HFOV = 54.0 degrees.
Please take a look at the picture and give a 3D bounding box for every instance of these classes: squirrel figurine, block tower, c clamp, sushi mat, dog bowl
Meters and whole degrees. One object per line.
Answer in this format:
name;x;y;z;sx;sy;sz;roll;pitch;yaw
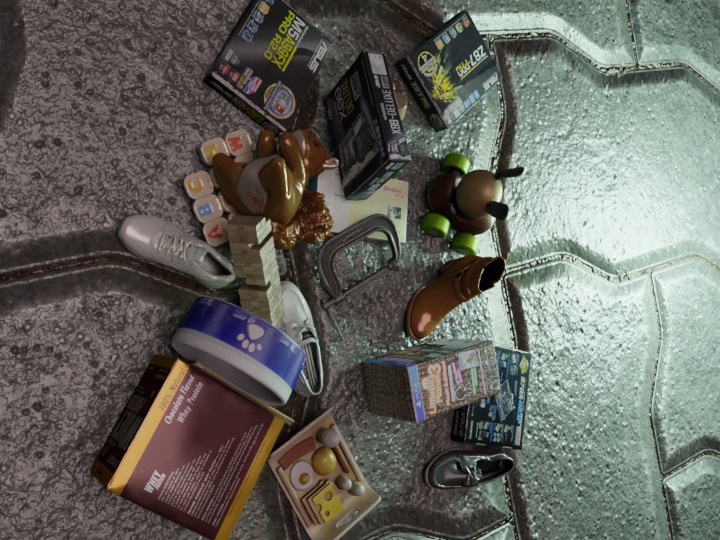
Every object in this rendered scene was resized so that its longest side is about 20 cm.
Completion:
squirrel figurine;-0.117;-0.139;1.178;0.187;0.139;0.204;-43;125;-48
block tower;-0.164;0.010;1.130;0.054;0.057;0.204;-58;149;-56
c clamp;0.000;0.000;1.285;0.198;0.027;0.173;-35;112;-16
sushi mat;-0.199;0.193;1.127;0.199;0.095;0.012;38;69;-24
dog bowl;-0.185;0.125;1.080;0.199;0.199;0.080;37;67;-23

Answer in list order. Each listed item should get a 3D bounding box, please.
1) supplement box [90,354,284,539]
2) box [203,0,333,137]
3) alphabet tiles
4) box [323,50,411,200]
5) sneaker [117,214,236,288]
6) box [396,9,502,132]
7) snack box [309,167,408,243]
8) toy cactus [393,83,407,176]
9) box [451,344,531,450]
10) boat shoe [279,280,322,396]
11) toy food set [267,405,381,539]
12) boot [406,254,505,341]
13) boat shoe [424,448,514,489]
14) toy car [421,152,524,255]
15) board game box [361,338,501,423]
supplement box;-0.260;0.264;1.064;0.199;0.132;0.200;35;70;-25
box;-0.155;-0.361;1.220;0.159;0.044;0.203;35;70;-24
alphabet tiles;-0.195;-0.130;1.185;0.194;0.014;0.204;-28;102;-37
box;0.008;-0.246;1.219;0.049;0.157;0.204;-3;73;-31
sneaker;-0.279;-0.034;1.105;0.198;0.080;0.072;27;76;-26
box;0.182;-0.403;1.426;0.200;0.049;0.163;-43;111;-26
snack box;-0.002;-0.119;1.301;0.196;0.037;0.119;7;84;-31
toy cactus;0.042;-0.278;1.275;0.100;0.165;0.205;0;82;-10
box;0.269;0.254;1.436;0.156;0.046;0.205;13;80;-30
boat shoe;-0.099;0.115;1.210;0.073;0.066;0.204;-19;97;-30
toy food set;-0.058;0.358;1.222;0.142;0.060;0.203;-33;103;-29
boot;0.182;0.050;1.333;0.200;0.154;0.077;-47;110;-24
boat shoe;0.217;0.388;1.386;0.196;0.062;0.074;-2;88;-31
toy car;0.235;-0.136;1.352;0.156;0.199;0.167;28;73;-26
board game box;0.128;0.194;1.289;0.197;0.158;0.099;-12;93;-30
